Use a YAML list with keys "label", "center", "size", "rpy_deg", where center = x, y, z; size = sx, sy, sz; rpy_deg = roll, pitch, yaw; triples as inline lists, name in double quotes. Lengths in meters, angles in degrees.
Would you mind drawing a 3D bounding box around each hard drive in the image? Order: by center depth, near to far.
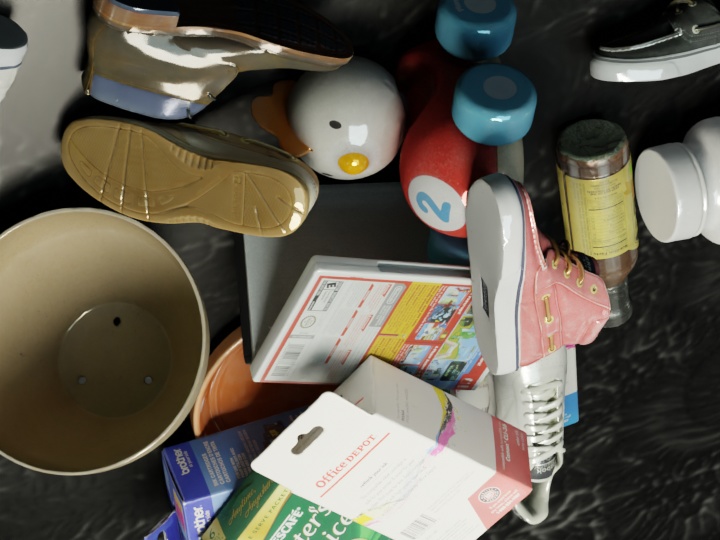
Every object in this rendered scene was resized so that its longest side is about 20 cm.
- label: "hard drive"
  center: [0.000, 0.000, 1.591]
  size: [0.199, 0.033, 0.140]
  rpy_deg: [-3, 83, -19]

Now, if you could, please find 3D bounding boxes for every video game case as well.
- label: "video game case"
  center: [0.029, 0.044, 1.531]
  size: [0.199, 0.017, 0.143]
  rpy_deg: [4, 140, -25]

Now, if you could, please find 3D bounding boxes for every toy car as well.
- label: "toy car"
  center: [0.016, -0.103, 1.502]
  size: [0.199, 0.177, 0.185]
  rpy_deg: [-1, 138, -8]

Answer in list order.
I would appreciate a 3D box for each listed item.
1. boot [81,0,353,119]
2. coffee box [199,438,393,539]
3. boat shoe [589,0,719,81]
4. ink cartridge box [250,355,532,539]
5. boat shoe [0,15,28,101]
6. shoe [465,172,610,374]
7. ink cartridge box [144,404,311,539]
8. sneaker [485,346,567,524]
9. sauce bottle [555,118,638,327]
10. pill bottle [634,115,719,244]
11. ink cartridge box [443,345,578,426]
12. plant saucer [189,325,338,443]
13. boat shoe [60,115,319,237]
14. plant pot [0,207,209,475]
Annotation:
- label: "boot"
  center: [-0.111, -0.159, 1.461]
  size: [0.199, 0.075, 0.097]
  rpy_deg: [12, 130, -19]
- label: "coffee box"
  center: [-0.024, 0.223, 1.662]
  size: [0.200, 0.044, 0.123]
  rpy_deg: [25, 112, -36]
- label: "boat shoe"
  center: [0.277, -0.199, 1.607]
  size: [0.199, 0.069, 0.057]
  rpy_deg: [-14, 111, -16]
- label: "ink cartridge box"
  center: [0.023, 0.144, 1.568]
  size: [0.200, 0.068, 0.116]
  rpy_deg: [28, 127, -25]
- label: "boat shoe"
  center: [-0.337, -0.141, 1.371]
  size: [0.201, 0.075, 0.086]
  rpy_deg: [0, 128, -36]
- label: "shoe"
  center: [0.133, -0.006, 1.454]
  size: [0.091, 0.072, 0.200]
  rpy_deg: [-17, 139, -10]
- label: "ink cartridge box"
  center: [-0.092, 0.205, 1.698]
  size: [0.199, 0.076, 0.137]
  rpy_deg: [-15, 130, -11]
- label: "sneaker"
  center: [0.149, 0.123, 1.689]
  size: [0.076, 0.081, 0.201]
  rpy_deg: [-9, 127, -15]
- label: "sauce bottle"
  center: [0.206, -0.037, 1.695]
  size: [0.065, 0.065, 0.200]
  rpy_deg: [-20, 133, -9]
- label: "pill bottle"
  center: [0.342, -0.083, 1.687]
  size: [0.199, 0.111, 0.111]
  rpy_deg: [-12, 129, -15]
- label: "ink cartridge box"
  center: [0.124, 0.060, 1.728]
  size: [0.116, 0.067, 0.200]
  rpy_deg: [-17, 130, -12]
- label: "plant saucer"
  center: [-0.052, 0.104, 1.707]
  size: [0.200, 0.032, 0.201]
  rpy_deg: [-12, 128, -16]
- label: "boat shoe"
  center: [-0.125, -0.073, 1.478]
  size: [0.199, 0.069, 0.074]
  rpy_deg: [17, 111, 13]
- label: "plant pot"
  center: [-0.204, 0.062, 1.524]
  size: [0.200, 0.201, 0.134]
  rpy_deg: [-32, 168, 2]
